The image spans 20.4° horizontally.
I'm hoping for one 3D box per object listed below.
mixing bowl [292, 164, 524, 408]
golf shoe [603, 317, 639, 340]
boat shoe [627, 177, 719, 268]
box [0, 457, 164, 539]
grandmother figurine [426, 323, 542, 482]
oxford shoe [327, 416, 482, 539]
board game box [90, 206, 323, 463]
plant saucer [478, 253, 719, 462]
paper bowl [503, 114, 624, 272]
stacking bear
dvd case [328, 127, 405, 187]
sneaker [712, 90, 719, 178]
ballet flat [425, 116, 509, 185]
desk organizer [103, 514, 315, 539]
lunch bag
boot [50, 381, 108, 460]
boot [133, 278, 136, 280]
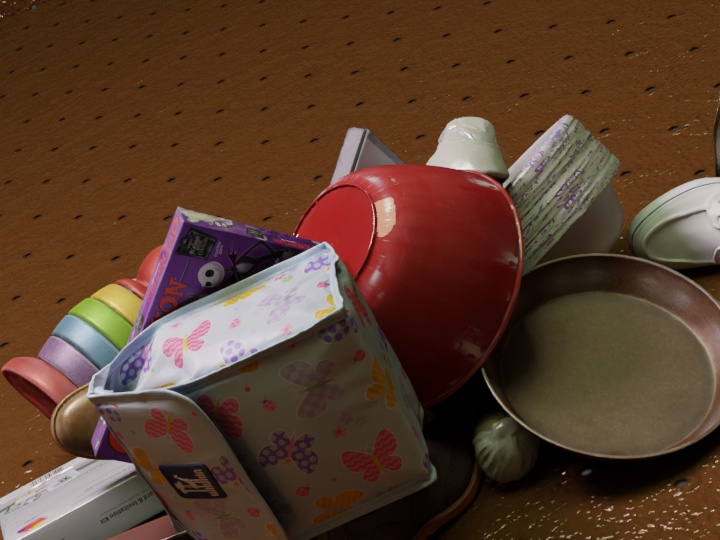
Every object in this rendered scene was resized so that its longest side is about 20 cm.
[{"bbox_3d":[0.015,-0.003,1.521,0.200,0.108,0.201,-27,51,38],"label":"mixing bowl"},{"bbox_3d":[0.138,0.073,1.594,0.199,0.077,0.088,-16,30,20],"label":"golf shoe"},{"bbox_3d":[0.319,-0.042,1.665,0.199,0.074,0.067,-17,21,13],"label":"boat shoe"},{"bbox_3d":[-0.225,0.190,1.675,0.156,0.041,0.200,-28,8,-10],"label":"box"},{"bbox_3d":[0.089,0.075,1.556,0.121,0.061,0.200,-25,55,5],"label":"grandmother figurine"},{"bbox_3d":[0.036,0.158,1.505,0.071,0.073,0.200,-9,27,31],"label":"oxford shoe"},{"bbox_3d":[-0.110,0.058,1.471,0.120,0.201,0.032,14,22,-19],"label":"board game box"},{"bbox_3d":[0.187,0.071,1.505,0.199,0.035,0.201,1,46,-1],"label":"plant saucer"},{"bbox_3d":[0.145,-0.027,1.707,0.201,0.104,0.201,-47,3,3],"label":"paper bowl"},{"bbox_3d":[-0.210,0.057,1.820,0.200,0.121,0.114,-47,6,-18],"label":"stacking bear"},{"bbox_3d":[0.000,0.000,1.677,0.025,0.150,0.201,10,76,29],"label":"dvd case"},{"bbox_3d":[0.350,-0.104,1.705,0.090,0.200,0.067,7,74,14],"label":"sneaker"},{"bbox_3d":[0.088,-0.097,1.672,0.069,0.070,0.200,-24,-1,0],"label":"ballet flat"},{"bbox_3d":[-0.138,0.208,1.549,0.199,0.072,0.077,-22,33,4],"label":"desk organizer"},{"bbox_3d":[-0.069,0.106,1.422,0.199,0.170,0.127,-23,30,9],"label":"lunch bag"},{"bbox_3d":[-0.143,0.111,1.566,0.199,0.074,0.075,-7,7,-7],"label":"boot"},{"bbox_3d":[-0.166,0.038,1.960,0.200,0.073,0.155,-35,29,-11],"label":"boot"}]
